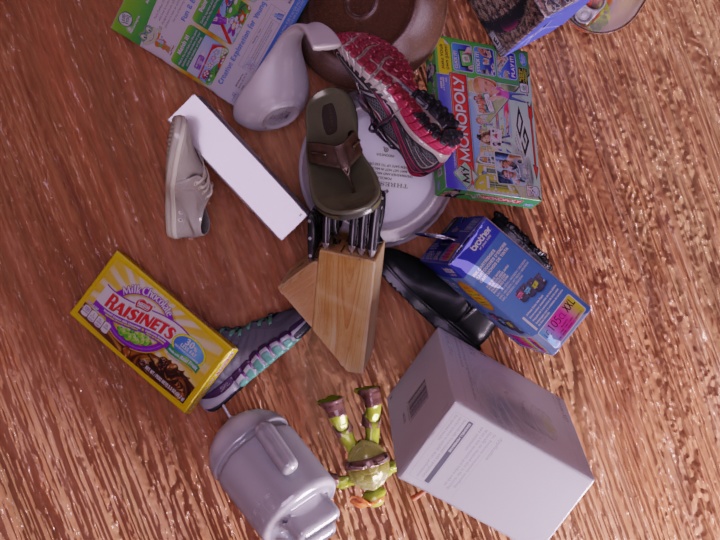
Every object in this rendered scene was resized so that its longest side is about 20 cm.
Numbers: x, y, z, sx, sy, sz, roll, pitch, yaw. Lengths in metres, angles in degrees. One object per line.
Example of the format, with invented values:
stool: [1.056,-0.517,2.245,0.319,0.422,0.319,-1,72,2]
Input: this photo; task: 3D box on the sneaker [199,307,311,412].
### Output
sneaker: [-0.140,0.085,1.745,0.200,0.074,0.088,-41,90,2]

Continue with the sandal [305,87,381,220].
sandal: [-0.031,-0.138,1.609,0.079,0.057,0.202,-17,55,2]

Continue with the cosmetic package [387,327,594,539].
cosmetic package: [0.151,0.198,1.672,0.199,0.200,0.123,31,108,-15]

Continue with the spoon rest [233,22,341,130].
spoon rest: [-0.087,-0.232,1.674,0.099,0.200,0.061,-10,67,-34]

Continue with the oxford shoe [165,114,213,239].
oxford shoe: [-0.205,-0.111,1.684,0.057,0.201,0.076,5,51,-1]

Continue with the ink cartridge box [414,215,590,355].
ink cartridge box: [0.156,0.005,1.648,0.200,0.136,0.076,42,84,-9]

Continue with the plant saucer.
plant saucer: [0.005,-0.319,1.697,0.199,0.037,0.202,-3,80,19]

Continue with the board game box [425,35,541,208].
board game box: [0.147,-0.179,1.691,0.134,0.029,0.201,6,69,-26]

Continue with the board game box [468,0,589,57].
board game box: [0.180,-0.379,1.655,0.097,0.159,0.201,-29,89,-15]

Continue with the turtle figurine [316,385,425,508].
turtle figurine: [-0.005,0.234,1.763,0.199,0.064,0.162,-15,95,0]

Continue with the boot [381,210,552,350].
boot: [0.131,-0.004,1.744,0.198,0.073,0.163,42,95,-11]

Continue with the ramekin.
ramekin: [0.023,-0.126,1.721,0.201,0.094,0.204,0,94,-2]

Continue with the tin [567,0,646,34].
tin: [0.321,-0.385,1.738,0.112,0.042,0.201,33,93,0]

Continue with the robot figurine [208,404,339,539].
robot figurine: [-0.109,0.250,1.716,0.113,0.170,0.200,-27,61,-30]

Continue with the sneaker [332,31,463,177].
sneaker: [0.029,-0.196,1.627,0.200,0.080,0.075,53,131,14]

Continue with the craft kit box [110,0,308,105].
craft kit box: [-0.174,-0.322,1.683,0.197,0.049,0.200,31,122,-6]

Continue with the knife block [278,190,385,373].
knife block: [0.000,0.000,1.665,0.175,0.064,0.200,-33,103,26]

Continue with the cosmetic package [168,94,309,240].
cosmetic package: [-0.148,-0.126,1.722,0.051,0.083,0.200,-43,94,2]

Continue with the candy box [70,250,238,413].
candy box: [-0.257,0.075,1.736,0.200,0.026,0.102,38,90,14]
